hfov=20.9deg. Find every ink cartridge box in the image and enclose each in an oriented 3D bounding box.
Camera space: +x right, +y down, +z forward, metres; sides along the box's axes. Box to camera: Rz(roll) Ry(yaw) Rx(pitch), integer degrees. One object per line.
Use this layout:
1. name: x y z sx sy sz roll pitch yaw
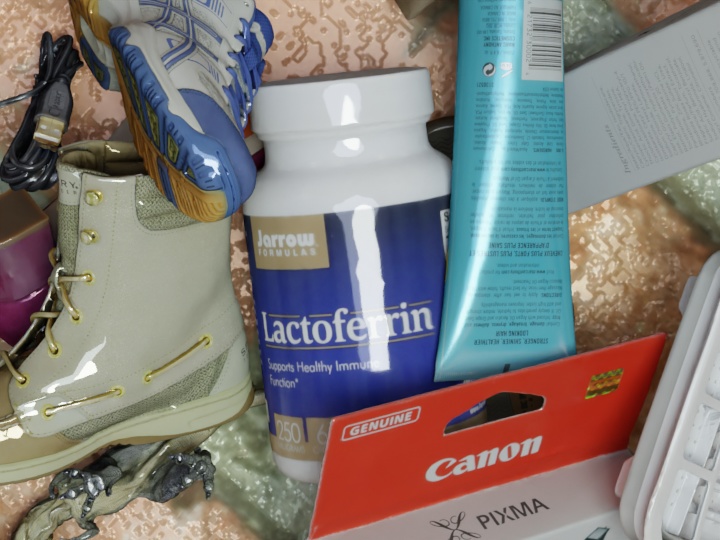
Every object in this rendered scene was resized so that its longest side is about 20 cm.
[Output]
1. ink cartridge box: 0.065 0.126 0.981 0.199 0.044 0.174 -13 137 -26

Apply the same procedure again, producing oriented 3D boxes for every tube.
1. tube: 0.074 -0.046 0.962 0.077 0.050 0.202 0 91 -14

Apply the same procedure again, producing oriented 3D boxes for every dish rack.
1. dish rack: 0.203 0.082 1.015 0.199 0.043 0.173 25 83 -48

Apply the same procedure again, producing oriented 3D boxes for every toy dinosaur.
1. toy dinosaur: -0.113 0.106 1.031 0.199 0.088 0.048 -27 92 -1

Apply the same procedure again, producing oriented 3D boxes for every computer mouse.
1. computer mouse: -0.237 -0.057 1.027 0.198 0.110 0.044 -17 132 9

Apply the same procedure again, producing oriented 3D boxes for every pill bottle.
1. pill bottle: 0.000 0.000 1.002 0.115 0.116 0.202 -7 97 -2

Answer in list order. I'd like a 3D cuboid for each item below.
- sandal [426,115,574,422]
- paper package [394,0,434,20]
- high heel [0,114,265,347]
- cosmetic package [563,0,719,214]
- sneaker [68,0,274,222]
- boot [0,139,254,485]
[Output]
1. sandal: 0.075 0.015 1.051 0.081 0.055 0.202 -10 94 -2
2. paper package: 0.083 -0.236 0.961 0.200 0.191 0.104 -38 89 -10
3. high heel: -0.117 -0.031 1.055 0.199 0.097 0.068 -23 54 -14
4. cosmetic package: 0.170 -0.096 0.969 0.101 0.199 0.075 -29 96 -36
5. sneaker: -0.077 -0.102 0.939 0.087 0.200 0.076 -17 133 -14
6. boot: -0.149 0.018 0.971 0.198 0.072 0.156 -13 119 -23
